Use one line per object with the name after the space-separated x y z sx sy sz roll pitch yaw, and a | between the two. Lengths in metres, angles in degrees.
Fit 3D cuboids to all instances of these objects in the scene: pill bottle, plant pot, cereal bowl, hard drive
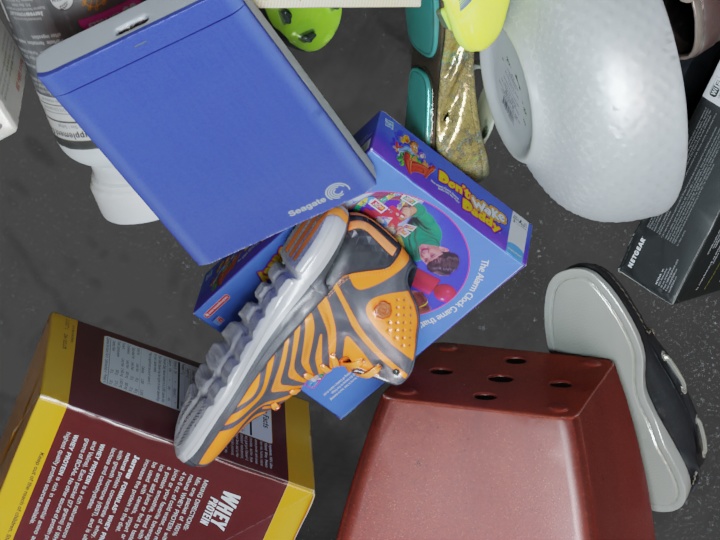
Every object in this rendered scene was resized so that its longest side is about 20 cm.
-0.157 -0.139 1.615 0.116 0.117 0.201 -18 114 5 | pill bottle
0.092 0.155 1.704 0.199 0.200 0.177 5 106 17 | plant pot
0.130 -0.123 1.577 0.083 0.200 0.201 -15 115 -13 | cereal bowl
-0.091 -0.091 1.541 0.131 0.025 0.200 -24 137 14 | hard drive

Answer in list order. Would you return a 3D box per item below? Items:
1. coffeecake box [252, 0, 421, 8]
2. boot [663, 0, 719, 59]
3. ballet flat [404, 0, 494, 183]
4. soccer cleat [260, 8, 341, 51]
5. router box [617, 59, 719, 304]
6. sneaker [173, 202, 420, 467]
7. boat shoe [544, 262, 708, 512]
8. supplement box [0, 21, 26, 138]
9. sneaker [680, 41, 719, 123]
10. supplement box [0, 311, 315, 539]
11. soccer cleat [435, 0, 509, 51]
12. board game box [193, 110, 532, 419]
-0.028 -0.266 1.532 0.153 0.073 0.201 -5 111 -36 | coffeecake box
0.209 -0.240 1.578 0.070 0.146 0.200 3 133 45 | boot
0.062 -0.143 1.659 0.070 0.071 0.201 -2 115 -3 | ballet flat
-0.079 -0.220 1.615 0.068 0.081 0.200 -50 131 -11 | soccer cleat
0.260 -0.081 1.651 0.051 0.149 0.201 34 113 24 | router box
-0.031 0.062 1.631 0.112 0.078 0.200 33 99 -19 | sneaker
0.191 0.074 1.763 0.074 0.060 0.201 -12 115 39 | boat shoe
-0.293 -0.175 1.578 0.073 0.126 0.201 -27 112 8 | supplement box
0.197 -0.162 1.666 0.083 0.072 0.201 -29 116 -18 | sneaker
-0.159 0.171 1.745 0.199 0.133 0.198 20 111 -11 | supplement box
0.087 -0.231 1.511 0.083 0.065 0.201 6 98 18 | soccer cleat
0.000 0.000 1.692 0.134 0.045 0.200 36 127 -18 | board game box
